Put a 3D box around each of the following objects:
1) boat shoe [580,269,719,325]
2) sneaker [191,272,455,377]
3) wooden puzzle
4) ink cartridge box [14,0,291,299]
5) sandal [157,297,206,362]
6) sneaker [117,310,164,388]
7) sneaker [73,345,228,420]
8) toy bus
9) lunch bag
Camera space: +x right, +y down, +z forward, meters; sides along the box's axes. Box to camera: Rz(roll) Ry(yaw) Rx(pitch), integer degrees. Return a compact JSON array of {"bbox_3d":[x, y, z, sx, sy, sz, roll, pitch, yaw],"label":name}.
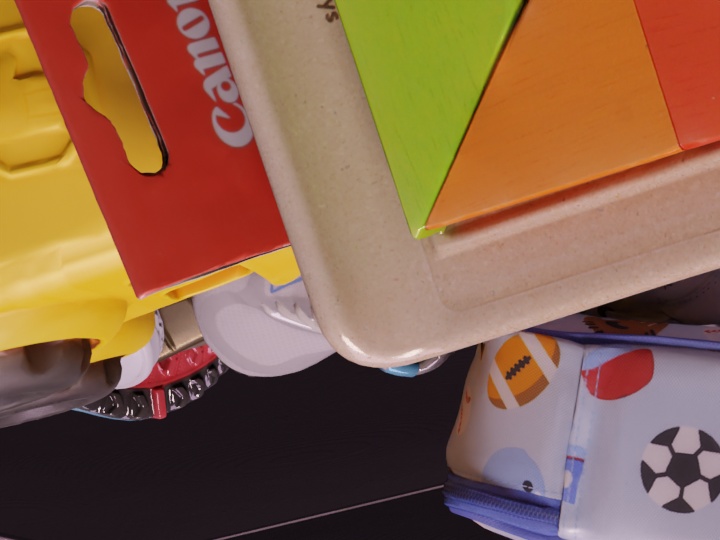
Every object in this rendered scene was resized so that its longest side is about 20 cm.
[{"bbox_3d":[0.082,-0.011,0.873,0.071,0.069,0.200,-52,-170,3],"label":"boat shoe"},{"bbox_3d":[0.000,0.000,0.838,0.075,0.087,0.200,14,149,-22],"label":"sneaker"},{"bbox_3d":[0.053,-0.090,0.564,0.199,0.186,0.037,-18,-179,23],"label":"wooden puzzle"},{"bbox_3d":[0.021,-0.077,0.654,0.199,0.110,0.050,-19,167,-21],"label":"ink cartridge box"},{"bbox_3d":[-0.076,-0.007,1.036,0.199,0.081,0.054,-15,-171,4],"label":"sandal"},{"bbox_3d":[-0.175,0.046,0.967,0.198,0.115,0.075,4,136,11],"label":"sneaker"},{"bbox_3d":[-0.146,0.022,1.114,0.199,0.080,0.095,-8,-167,-31],"label":"sneaker"},{"bbox_3d":[-0.058,-0.041,0.755,0.191,0.137,0.200,-15,174,5],"label":"toy bus"},{"bbox_3d":[0.127,0.061,0.807,0.199,0.076,0.160,11,176,7],"label":"lunch bag"}]
